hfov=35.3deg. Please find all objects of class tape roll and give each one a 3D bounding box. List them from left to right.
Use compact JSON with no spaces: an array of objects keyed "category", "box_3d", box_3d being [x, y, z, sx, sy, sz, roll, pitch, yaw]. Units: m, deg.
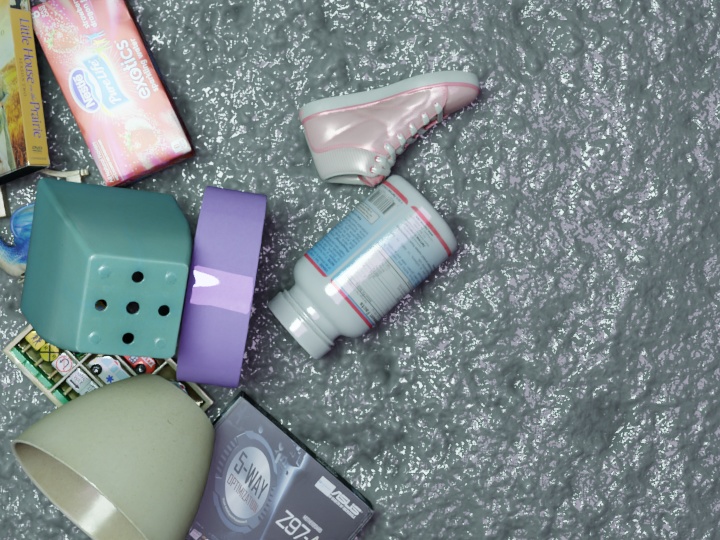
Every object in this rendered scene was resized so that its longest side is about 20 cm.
[{"category":"tape roll","box_3d":[-0.142,0.017,1.158,0.065,0.200,0.201,9,92,-5]}]

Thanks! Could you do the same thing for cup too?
[{"category":"cup","box_3d":[-0.232,0.189,1.152,0.200,0.200,0.143,43,62,-6]}]

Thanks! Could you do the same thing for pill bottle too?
[{"category":"pill bottle","box_3d":[0.000,0.000,1.218,0.200,0.109,0.109,-42,96,-2]}]

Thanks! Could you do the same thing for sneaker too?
[{"category":"sneaker","box_3d":[0.039,-0.146,1.223,0.199,0.075,0.105,-12,78,3]}]

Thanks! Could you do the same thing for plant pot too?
[{"category":"plant pot","box_3d":[-0.235,0.007,1.074,0.141,0.200,0.142,7,102,-23]}]

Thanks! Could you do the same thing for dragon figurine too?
[{"category":"dragon figurine","box_3d":[-0.335,-0.036,1.197,0.199,0.059,0.100,-26,69,-20]}]

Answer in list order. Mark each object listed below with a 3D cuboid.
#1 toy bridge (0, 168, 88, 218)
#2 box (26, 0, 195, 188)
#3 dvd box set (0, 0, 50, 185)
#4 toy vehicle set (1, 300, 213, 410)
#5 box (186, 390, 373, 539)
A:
[{"category":"toy bridge","box_3d":[-0.392,-0.089,1.215,0.199,0.027,0.068,-10,93,-4]},{"category":"box","box_3d":[-0.258,-0.194,1.188,0.099,0.095,0.201,-24,95,-3]},{"category":"dvd box set","box_3d":[-0.381,-0.187,1.152,0.146,0.029,0.201,-12,84,37]},{"category":"toy vehicle set","box_3d":[-0.274,0.115,1.237,0.124,0.027,0.200,-44,96,-2]},{"category":"box","box_3d":[-0.110,0.259,1.252,0.200,0.044,0.160,42,89,-6]}]
